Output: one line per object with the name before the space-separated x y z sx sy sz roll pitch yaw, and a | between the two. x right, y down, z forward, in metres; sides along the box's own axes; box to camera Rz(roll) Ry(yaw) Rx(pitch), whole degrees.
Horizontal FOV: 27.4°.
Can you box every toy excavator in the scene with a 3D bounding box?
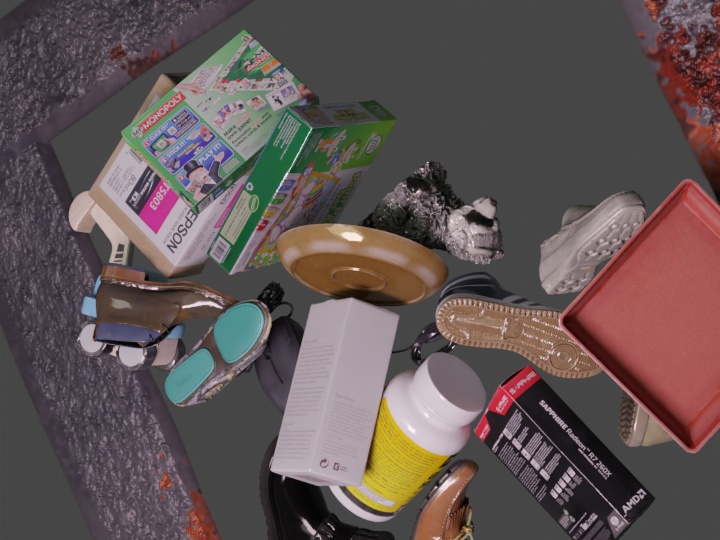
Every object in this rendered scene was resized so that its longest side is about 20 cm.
toy excavator | -0.303 0.013 1.901 0.193 0.100 0.202 16 92 25

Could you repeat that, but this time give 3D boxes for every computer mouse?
computer mouse | 0.038 0.096 1.735 0.199 0.034 0.059 -16 75 35
computer mouse | -0.095 0.120 1.783 0.200 0.052 0.139 44 114 34

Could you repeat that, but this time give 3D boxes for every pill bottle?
pill bottle | 0.054 0.188 1.689 0.113 0.112 0.200 50 124 14

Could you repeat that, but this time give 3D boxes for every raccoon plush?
raccoon plush | 0.074 -0.029 1.679 0.134 0.097 0.200 51 130 4

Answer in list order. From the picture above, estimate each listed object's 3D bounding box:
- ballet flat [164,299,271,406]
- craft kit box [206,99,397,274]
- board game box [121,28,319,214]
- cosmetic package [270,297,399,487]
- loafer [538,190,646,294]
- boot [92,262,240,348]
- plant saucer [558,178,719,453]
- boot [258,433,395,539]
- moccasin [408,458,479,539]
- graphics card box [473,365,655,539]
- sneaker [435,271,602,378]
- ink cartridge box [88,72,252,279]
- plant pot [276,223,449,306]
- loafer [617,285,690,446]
ballet flat | -0.157 0.096 1.776 0.200 0.072 0.072 -40 77 33
craft kit box | -0.064 -0.097 1.676 0.048 0.197 0.201 38 115 16
board game box | -0.164 -0.178 1.747 0.200 0.029 0.135 -42 72 -14
cosmetic package | -0.029 0.139 1.673 0.101 0.071 0.202 -11 63 59
loafer | 0.236 -0.039 1.544 0.200 0.069 0.070 129 132 -60
boot | -0.232 0.061 1.807 0.198 0.075 0.098 14 78 7
plant saucer | 0.330 0.045 1.496 0.200 0.037 0.200 43 89 -5
boot | -0.035 0.304 1.785 0.157 0.079 0.213 9 113 35
moccasin | 0.097 0.310 1.717 0.077 0.074 0.203 26 107 14
graphics card box | 0.219 0.211 1.610 0.200 0.051 0.126 48 152 17
sneaker | 0.178 0.057 1.641 0.198 0.109 0.071 16 105 -4
ink cartridge box | -0.224 -0.118 1.835 0.165 0.075 0.201 44 115 18
plant pot | 0.000 0.000 1.659 0.198 0.200 0.028 -1 67 30
loafer | 0.322 0.089 1.556 0.068 0.076 0.202 11 95 -11
